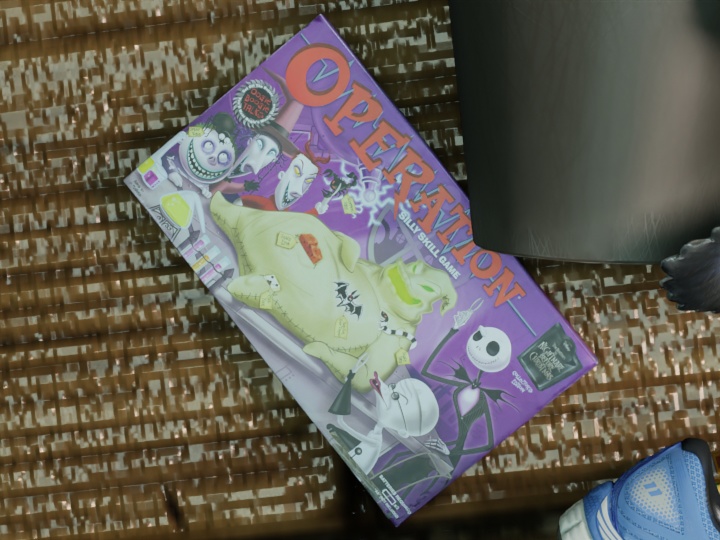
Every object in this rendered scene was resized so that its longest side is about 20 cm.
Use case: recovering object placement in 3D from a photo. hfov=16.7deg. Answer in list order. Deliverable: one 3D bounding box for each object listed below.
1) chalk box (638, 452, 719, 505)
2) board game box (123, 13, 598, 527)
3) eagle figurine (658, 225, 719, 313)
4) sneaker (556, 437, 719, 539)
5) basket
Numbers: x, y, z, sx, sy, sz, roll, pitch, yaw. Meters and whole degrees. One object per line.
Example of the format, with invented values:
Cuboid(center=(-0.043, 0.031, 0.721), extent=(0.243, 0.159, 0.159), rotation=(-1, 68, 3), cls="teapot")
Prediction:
Cuboid(center=(0.189, 0.177, 1.040), extent=(0.123, 0.125, 0.202), rotation=(-8, 90, 6), cls="chalk box")
Cuboid(center=(0.000, 0.000, 1.104), extent=(0.120, 0.032, 0.200), rotation=(-39, 88, 2), cls="board game box")
Cuboid(center=(0.229, -0.049, 0.994), extent=(0.198, 0.151, 0.153), rotation=(12, 57, 2), cls="eagle figurine")
Cuboid(center=(0.168, 0.148, 0.942), extent=(0.089, 0.079, 0.200), rotation=(-42, 88, 8), cls="sneaker")
Cuboid(center=(0.107, -0.108, 1.036), extent=(0.179, 0.136, 0.202), rotation=(5, 98, 33), cls="basket")
